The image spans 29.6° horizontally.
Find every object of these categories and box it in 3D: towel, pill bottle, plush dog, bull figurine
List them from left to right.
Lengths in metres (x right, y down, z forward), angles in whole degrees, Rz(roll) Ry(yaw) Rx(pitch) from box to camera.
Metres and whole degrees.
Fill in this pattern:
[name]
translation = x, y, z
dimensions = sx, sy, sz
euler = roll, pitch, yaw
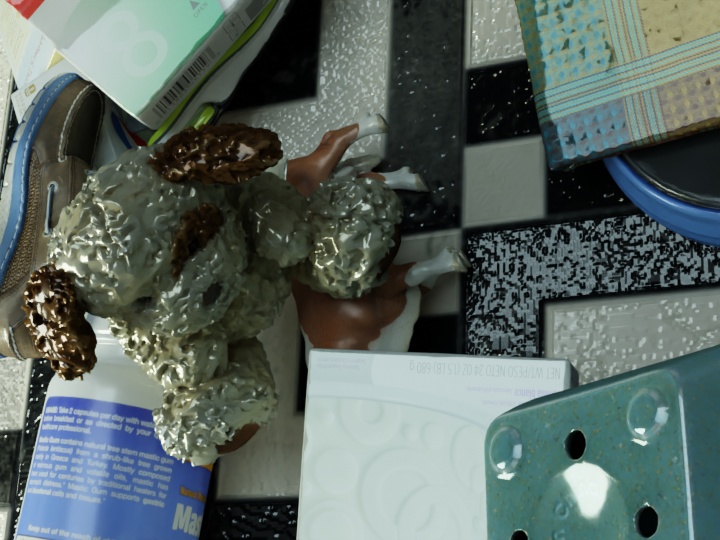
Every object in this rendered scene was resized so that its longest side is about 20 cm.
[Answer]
[pill bottle]
translation = -0.148, 0.123, 0.848
dimensions = 0.112, 0.112, 0.200
euler = 2, 73, 28
[plush dog]
translation = -0.098, -0.012, 0.754
dimensions = 0.160, 0.172, 0.200
euler = 42, 95, 27
[bull figurine]
translation = 0.000, 0.000, 0.844
dimensions = 0.121, 0.065, 0.200
euler = -32, 63, 9
[towel]
translation = 0.159, -0.169, 0.786
dimensions = 0.146, 0.022, 0.200
euler = -14, 77, 23

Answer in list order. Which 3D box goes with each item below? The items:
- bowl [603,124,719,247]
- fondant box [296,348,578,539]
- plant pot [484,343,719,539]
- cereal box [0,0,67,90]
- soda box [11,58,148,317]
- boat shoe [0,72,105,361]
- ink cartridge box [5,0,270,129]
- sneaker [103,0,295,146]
[bowl]
translation = 0.227, -0.113, 0.781
dimensions = 0.200, 0.039, 0.201
euler = -10, 68, 24
[fondant box]
translation = 0.041, 0.146, 0.738
dimensions = 0.144, 0.058, 0.200
euler = 1, 82, 12
[plant pot]
translation = 0.163, 0.126, 0.594
dimensions = 0.196, 0.200, 0.196
euler = -25, 59, 50
[cereal box]
translation = -0.241, -0.235, 1.029
dimensions = 0.144, 0.039, 0.200
euler = -53, 51, 42
[soda box]
translation = -0.180, -0.054, 0.957
dimensions = 0.068, 0.064, 0.200
euler = -31, 61, 15
[boat shoe]
translation = -0.192, -0.034, 0.884
dimensions = 0.072, 0.072, 0.200
euler = 9, 72, 11
[ink cartridge box]
translation = -0.158, -0.215, 0.901
dimensions = 0.200, 0.050, 0.161
euler = 41, 89, 10
[sneaker]
translation = -0.102, -0.169, 0.935
dimensions = 0.081, 0.074, 0.200
euler = 34, 88, -7
